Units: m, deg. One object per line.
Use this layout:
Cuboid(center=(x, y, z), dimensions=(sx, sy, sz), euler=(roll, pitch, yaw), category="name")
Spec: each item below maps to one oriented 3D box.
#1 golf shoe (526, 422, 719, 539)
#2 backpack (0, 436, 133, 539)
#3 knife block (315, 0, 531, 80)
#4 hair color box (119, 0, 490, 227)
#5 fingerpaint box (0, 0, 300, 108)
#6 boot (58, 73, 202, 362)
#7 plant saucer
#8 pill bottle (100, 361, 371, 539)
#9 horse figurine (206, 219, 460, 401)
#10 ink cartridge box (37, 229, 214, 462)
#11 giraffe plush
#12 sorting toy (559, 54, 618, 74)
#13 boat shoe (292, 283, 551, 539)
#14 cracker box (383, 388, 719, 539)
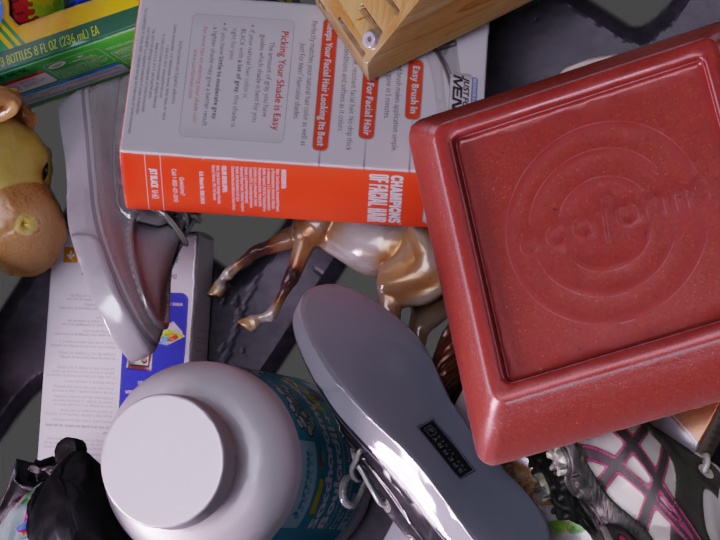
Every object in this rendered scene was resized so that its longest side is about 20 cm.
Cuboid(center=(0.140, 0.108, 1.331), dimensions=(0.088, 0.077, 0.201), euler=(-19, 75, -13), category="golf shoe")
Cuboid(center=(-0.192, 0.213, 1.391), dimensions=(0.200, 0.127, 0.167), euler=(-35, 97, 17), category="backpack")
Cuboid(center=(0.094, -0.191, 1.404), dimensions=(0.200, 0.175, 0.064), euler=(-49, 58, 28), category="knife block")
Cuboid(center=(-0.030, -0.089, 1.413), dimensions=(0.199, 0.064, 0.111), euler=(4, 60, 2), category="hair color box")
Cuboid(center=(-0.152, -0.205, 1.502), dimensions=(0.199, 0.073, 0.167), euler=(-16, 74, 16), category="fingerpaint box")
Cuboid(center=(-0.114, -0.044, 1.450), dimensions=(0.095, 0.074, 0.200), euler=(-22, 51, 9), category="boot")
Cuboid(center=(0.130, -0.022, 1.294), dimensions=(0.199, 0.037, 0.201), euler=(-17, 67, 14), category="plant saucer")
Cuboid(center=(-0.071, 0.108, 1.381), dimensions=(0.110, 0.200, 0.111), euler=(-2, 84, 18), category="pill bottle")
Cuboid(center=(0.000, 0.000, 1.447), dimensions=(0.200, 0.050, 0.133), euler=(37, 91, 23), category="horse figurine")
Cuboid(center=(-0.141, 0.076, 1.495), dimensions=(0.094, 0.037, 0.201), euler=(2, 82, 18), category="ink cartridge box")
Cuboid(center=(-0.244, -0.027, 1.479), dimensions=(0.162, 0.173, 0.200), euler=(-34, 106, -8), category="giraffe plush")
Cuboid(center=(0.176, -0.042, 1.365), dimensions=(0.179, 0.107, 0.201), euler=(11, 79, 23), category="sorting toy")
Cuboid(center=(0.023, 0.098, 1.363), dimensions=(0.199, 0.074, 0.068), euler=(48, 133, 15), category="boat shoe")
Cuboid(center=(0.107, 0.121, 1.396), dimensions=(0.134, 0.058, 0.200), euler=(28, 94, 19), category="cracker box")
